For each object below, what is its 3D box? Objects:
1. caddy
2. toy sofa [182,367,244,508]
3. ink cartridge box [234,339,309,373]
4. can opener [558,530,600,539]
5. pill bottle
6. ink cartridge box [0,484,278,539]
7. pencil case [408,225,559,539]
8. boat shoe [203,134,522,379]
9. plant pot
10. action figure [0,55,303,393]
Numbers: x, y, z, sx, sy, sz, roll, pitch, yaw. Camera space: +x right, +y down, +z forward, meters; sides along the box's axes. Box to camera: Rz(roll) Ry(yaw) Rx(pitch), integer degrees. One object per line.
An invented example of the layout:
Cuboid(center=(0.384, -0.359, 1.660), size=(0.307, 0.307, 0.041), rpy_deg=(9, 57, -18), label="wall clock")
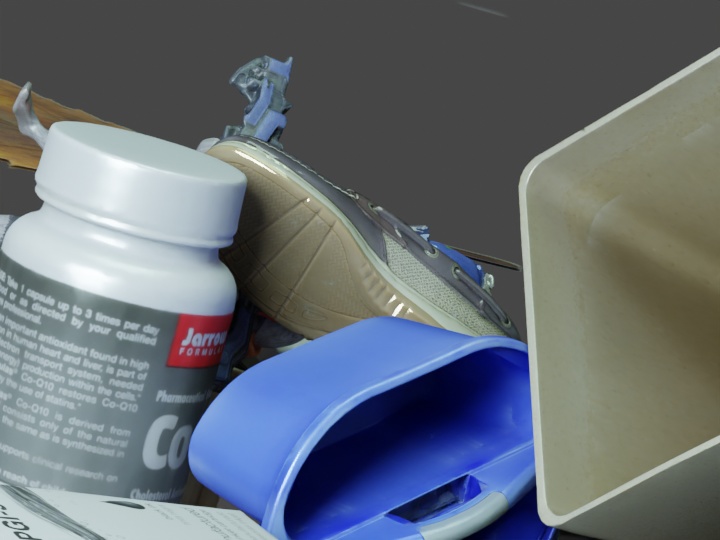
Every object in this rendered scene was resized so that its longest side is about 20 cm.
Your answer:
Cuboid(center=(0.015, 0.103, 1.319), size=(0.200, 0.142, 0.105), rpy_deg=(-22, 29, -39), label="caddy")
Cuboid(center=(-0.156, 0.067, 1.497), size=(0.200, 0.083, 0.098), rpy_deg=(20, 6, 24), label="toy sofa")
Cuboid(center=(-0.041, 0.056, 1.561), size=(0.200, 0.067, 0.116), rpy_deg=(48, 22, 20), label="ink cartridge box")
Cuboid(center=(0.104, 0.121, 1.503), size=(0.078, 0.064, 0.200), rpy_deg=(-1, -12, -28), label="can opener")
Cuboid(center=(-0.123, 0.040, 1.340), size=(0.114, 0.201, 0.114), rpy_deg=(15, 9, -3), label="pill bottle")
Cuboid(center=(-0.105, 0.145, 1.106), size=(0.200, 0.083, 0.147), rpy_deg=(10, 11, -36), label="ink cartridge box")
Cuboid(center=(0.046, 0.077, 1.482), size=(0.087, 0.200, 0.078), rpy_deg=(-21, -33, 10), label="pencil case")
Cuboid(center=(0.000, 0.000, 1.420), size=(0.200, 0.072, 0.065), rpy_deg=(38, 35, -9), label="boat shoe")
Cuboid(center=(0.208, 0.025, 1.317), size=(0.177, 0.200, 0.200), rpy_deg=(28, -43, -36), label="plant pot")
Cuboid(center=(-0.100, -0.023, 1.475), size=(0.193, 0.200, 0.105), rpy_deg=(24, -33, -7), label="action figure")
